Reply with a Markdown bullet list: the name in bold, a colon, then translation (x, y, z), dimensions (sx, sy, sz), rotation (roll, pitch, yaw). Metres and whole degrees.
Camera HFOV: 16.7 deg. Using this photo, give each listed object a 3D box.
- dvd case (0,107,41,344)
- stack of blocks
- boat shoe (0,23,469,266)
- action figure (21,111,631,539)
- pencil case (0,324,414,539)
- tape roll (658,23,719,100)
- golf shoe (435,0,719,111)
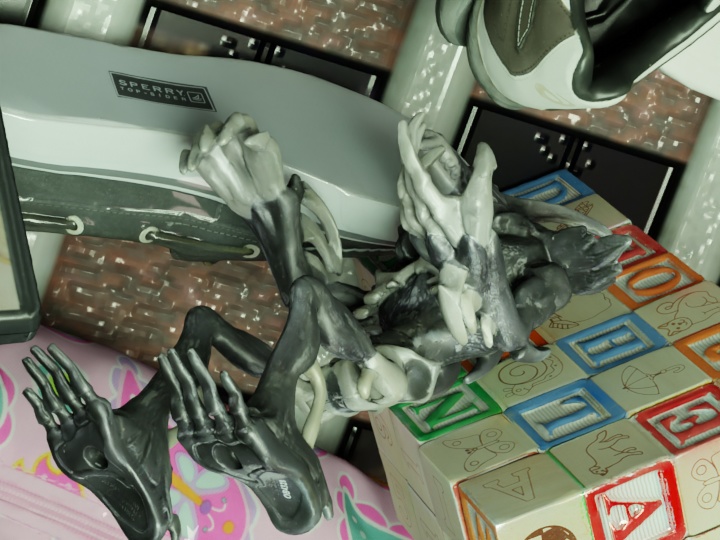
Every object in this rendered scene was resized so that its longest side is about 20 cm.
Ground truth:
- **dvd case**: translation (-0.176, -0.062, 0.694), dimensions (0.142, 0.200, 0.018), rotation (-5, 149, -19)
- **stack of blocks**: translation (0.062, 0.043, 0.799), dimensions (0.115, 0.200, 0.059), rotation (-21, 117, -12)
- **boat shoe**: translation (-0.056, -0.033, 0.811), dimensions (0.200, 0.069, 0.057), rotation (12, 126, -24)
- **action figure**: translation (0.000, 0.000, 0.725), dimensions (0.200, 0.119, 0.102), rotation (-35, 111, -46)
- **pencil case**: translation (-0.072, 0.080, 0.829), dimensions (0.200, 0.087, 0.088), rotation (28, 97, -26)
- **tape roll**: translation (0.147, -0.158, 0.832), dimensions (0.202, 0.071, 0.203), rotation (-7, 110, -18)
- **golf shoe**: translation (0.112, -0.123, 0.741), dimensions (0.078, 0.094, 0.200), rotation (37, 92, -26)
